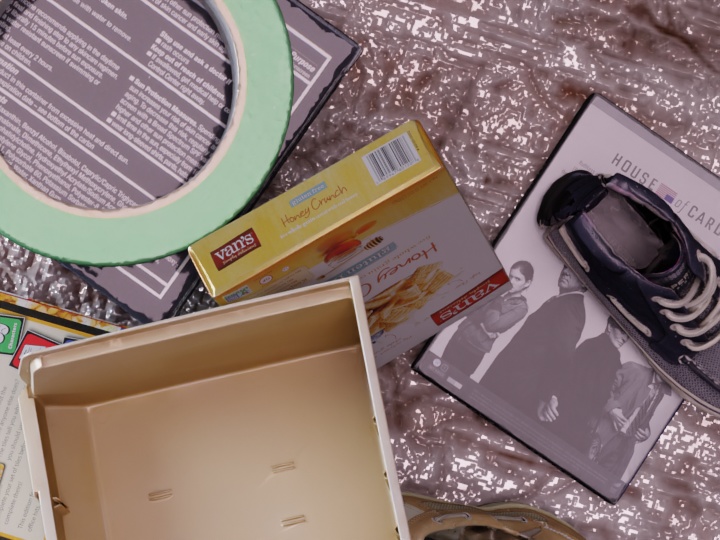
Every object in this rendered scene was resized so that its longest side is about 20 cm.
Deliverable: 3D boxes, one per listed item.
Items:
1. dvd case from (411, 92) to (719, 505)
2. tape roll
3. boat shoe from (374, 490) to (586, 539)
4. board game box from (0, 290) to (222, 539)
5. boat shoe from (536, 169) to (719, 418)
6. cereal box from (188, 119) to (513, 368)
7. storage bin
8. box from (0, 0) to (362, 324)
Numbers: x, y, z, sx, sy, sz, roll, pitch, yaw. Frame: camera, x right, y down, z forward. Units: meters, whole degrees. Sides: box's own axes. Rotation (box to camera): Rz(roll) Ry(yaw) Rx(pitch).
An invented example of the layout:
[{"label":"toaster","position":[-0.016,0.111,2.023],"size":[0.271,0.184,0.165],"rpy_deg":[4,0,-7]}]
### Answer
[{"label":"dvd case","position":[0.146,0.017,1.563],"size":[0.150,0.025,0.200],"rpy_deg":[34,85,-5]},{"label":"tape roll","position":[-0.136,-0.102,1.398],"size":[0.200,0.048,0.201],"rpy_deg":[0,90,-6]},{"label":"boat shoe","position":[0.080,0.169,1.483],"size":[0.200,0.076,0.072],"rpy_deg":[11,87,-44]},{"label":"board game box","position":[-0.188,0.095,1.469],"size":[0.199,0.046,0.152],"rpy_deg":[16,72,9]},{"label":"boat shoe","position":[0.188,0.020,1.509],"size":[0.200,0.093,0.075],"rpy_deg":[40,86,-4]},{"label":"cereal box","position":[0.000,0.000,1.454],"size":[0.144,0.200,0.040],"rpy_deg":[-30,65,3]},{"label":"storage bin","position":[-0.073,0.130,1.372],"size":[0.198,0.094,0.201],"rpy_deg":[-13,72,2]},{"label":"box","position":[-0.137,-0.100,1.482],"size":[0.200,0.123,0.199],"rpy_deg":[36,87,-5]}]
